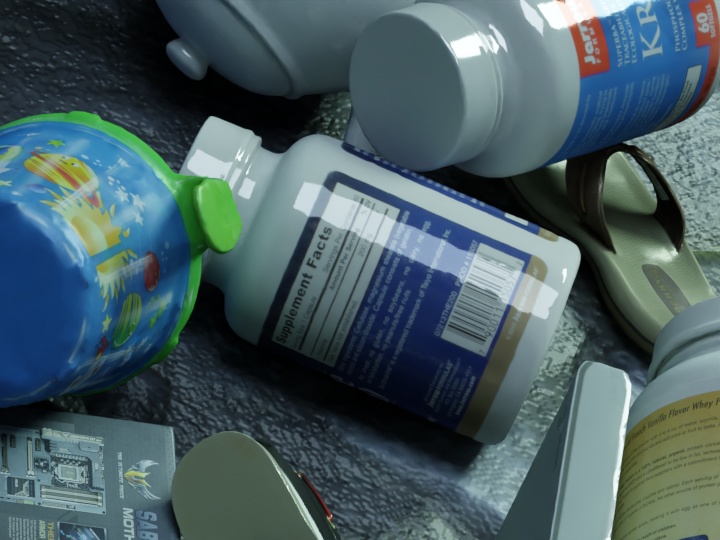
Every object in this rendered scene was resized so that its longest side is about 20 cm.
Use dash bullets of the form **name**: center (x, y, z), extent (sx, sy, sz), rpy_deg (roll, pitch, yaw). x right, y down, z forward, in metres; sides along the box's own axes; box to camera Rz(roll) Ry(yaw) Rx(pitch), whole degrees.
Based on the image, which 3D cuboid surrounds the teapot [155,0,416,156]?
- **teapot**: center (-0.053, -0.166, 1.567), extent (0.146, 0.198, 0.200), rpy_deg (-46, 45, -9)

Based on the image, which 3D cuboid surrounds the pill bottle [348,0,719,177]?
- **pill bottle**: center (0.092, -0.110, 1.513), extent (0.199, 0.113, 0.112), rpy_deg (-19, 57, -44)

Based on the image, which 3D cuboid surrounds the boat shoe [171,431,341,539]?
- **boat shoe**: center (-0.023, 0.168, 1.295), extent (0.073, 0.063, 0.202), rpy_deg (-27, 67, 10)

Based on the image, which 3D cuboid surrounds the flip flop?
- **flip flop**: center (0.142, -0.034, 1.583), extent (0.081, 0.058, 0.200), rpy_deg (-10, 52, -31)

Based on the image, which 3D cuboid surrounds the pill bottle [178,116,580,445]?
- **pill bottle**: center (0.000, 0.000, 1.448), extent (0.199, 0.111, 0.111), rpy_deg (24, 42, 1)

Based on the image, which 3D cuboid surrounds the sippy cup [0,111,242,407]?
- **sippy cup**: center (-0.152, 0.003, 1.329), extent (0.139, 0.178, 0.130), rpy_deg (36, 14, 2)

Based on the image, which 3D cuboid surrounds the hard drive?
- **hard drive**: center (0.067, 0.152, 1.256), extent (0.026, 0.201, 0.132), rpy_deg (18, 42, -4)

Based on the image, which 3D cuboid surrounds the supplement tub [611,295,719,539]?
- **supplement tub**: center (0.181, 0.124, 1.281), extent (0.144, 0.145, 0.201), rpy_deg (15, 57, -9)

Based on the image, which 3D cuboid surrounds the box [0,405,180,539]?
- **box**: center (-0.156, 0.146, 1.277), extent (0.157, 0.051, 0.201), rpy_deg (8, 44, -16)
